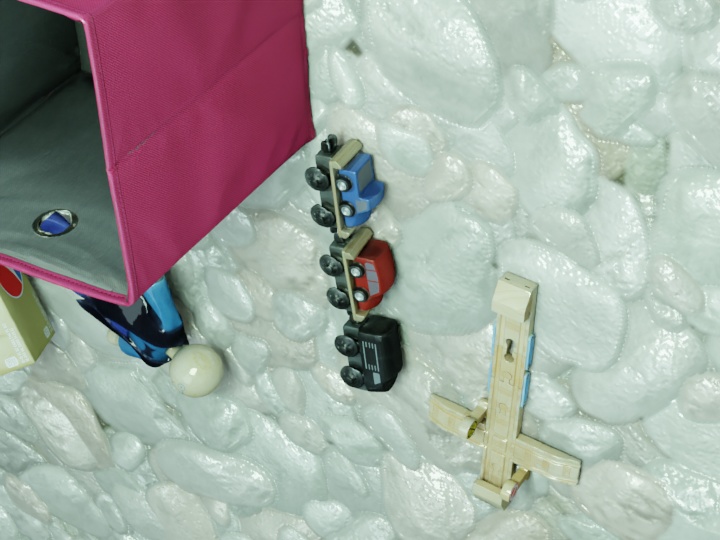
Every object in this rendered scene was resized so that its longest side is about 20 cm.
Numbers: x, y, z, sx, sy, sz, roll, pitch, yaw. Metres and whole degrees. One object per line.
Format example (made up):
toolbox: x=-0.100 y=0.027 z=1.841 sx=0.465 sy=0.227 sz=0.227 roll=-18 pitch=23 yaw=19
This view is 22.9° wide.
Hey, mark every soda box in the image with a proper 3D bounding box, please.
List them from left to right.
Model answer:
soda box: x=-0.310 y=-0.016 z=1.349 sx=0.068 sy=0.064 sz=0.200 roll=-20 pitch=108 yaw=13

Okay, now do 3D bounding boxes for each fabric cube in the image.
fabric cube: x=-0.164 y=-0.133 z=1.062 sx=0.196 sy=0.199 sz=0.200 roll=18 pitch=133 yaw=26

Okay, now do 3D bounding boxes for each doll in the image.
doll: x=-0.180 y=0.022 z=1.315 sx=0.200 sy=0.048 sz=0.136 roll=38 pitch=149 yaw=10

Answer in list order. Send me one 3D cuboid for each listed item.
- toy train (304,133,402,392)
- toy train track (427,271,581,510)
toy train: x=0.000 y=0.000 z=1.164 sx=0.046 sy=0.034 sz=0.200 roll=12 pitch=130 yaw=27
toy train track: x=0.090 y=0.089 z=1.166 sx=0.115 sy=0.033 sz=0.200 roll=23 pitch=134 yaw=23
